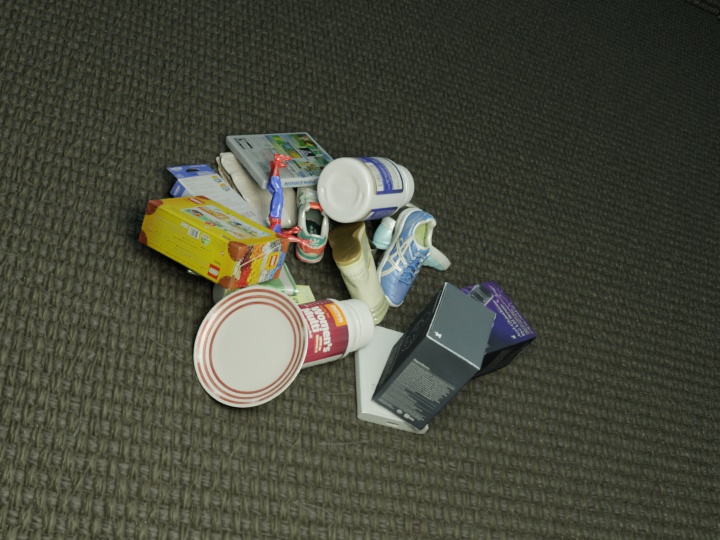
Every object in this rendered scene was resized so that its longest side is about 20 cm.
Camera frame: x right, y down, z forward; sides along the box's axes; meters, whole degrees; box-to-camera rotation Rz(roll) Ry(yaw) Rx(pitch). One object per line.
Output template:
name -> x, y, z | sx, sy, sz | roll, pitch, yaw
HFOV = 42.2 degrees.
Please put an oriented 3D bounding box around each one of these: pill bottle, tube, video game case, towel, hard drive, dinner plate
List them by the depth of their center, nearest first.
dinner plate -> -0.174, 0.123, 1.497 | 0.200, 0.200, 0.024 | 61, 5, 26
pill bottle -> -0.079, 0.108, 1.603 | 0.200, 0.110, 0.110 | -10, 58, -40
towel -> -0.213, -0.006, 1.640 | 0.199, 0.023, 0.153 | 15, 17, -21
tube -> -0.163, 0.045, 1.656 | 0.199, 0.052, 0.058 | 8, 81, -35
hard drive -> 0.052, 0.191, 1.679 | 0.132, 0.026, 0.200 | 17, 43, -21
pill bottle -> 0.018, -0.156, 1.775 | 0.120, 0.120, 0.200 | 50, 27, 16
towel -> -0.192, -0.161, 1.841 | 0.132, 0.035, 0.200 | -12, 60, -41
video game case -> -0.147, -0.220, 1.843 | 0.182, 0.022, 0.200 | -7, 35, -28

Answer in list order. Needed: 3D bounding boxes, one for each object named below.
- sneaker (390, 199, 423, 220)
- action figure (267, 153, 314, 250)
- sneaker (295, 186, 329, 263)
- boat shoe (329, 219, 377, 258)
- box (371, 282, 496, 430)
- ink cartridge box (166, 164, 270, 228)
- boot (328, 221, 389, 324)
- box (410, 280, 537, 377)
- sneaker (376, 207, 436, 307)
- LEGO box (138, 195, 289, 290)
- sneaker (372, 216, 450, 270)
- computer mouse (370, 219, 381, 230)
sneaker -> 0.055, -0.170, 1.939 | 0.199, 0.075, 0.106 | 23, 54, 15
action figure -> -0.129, -0.103, 1.699 | 0.099, 0.065, 0.201 | 11, 75, -13
sneaker -> -0.085, -0.117, 1.780 | 0.070, 0.093, 0.200 | 9, 58, -11
boat shoe -> -0.040, -0.090, 1.860 | 0.200, 0.057, 0.067 | 47, 42, 13
box -> 0.125, 0.148, 1.597 | 0.107, 0.200, 0.149 | 32, 41, -4
ink cartridge box -> -0.265, -0.119, 1.724 | 0.200, 0.042, 0.119 | 46, 28, 15
boot -> 0.000, 0.000, 1.752 | 0.200, 0.072, 0.155 | -94, 163, -64
box -> 0.219, 0.116, 1.788 | 0.200, 0.104, 0.148 | -11, 58, -51
sneaker -> 0.089, -0.026, 1.807 | 0.076, 0.077, 0.201 | 16, 88, -35
LEGO box -> -0.246, -0.051, 1.570 | 0.200, 0.077, 0.149 | 27, 19, 23
sneaker -> 0.098, -0.037, 1.910 | 0.200, 0.082, 0.074 | 32, 6, -33
computer mouse -> 0.037, -0.132, 1.973 | 0.058, 0.034, 0.200 | -6, 55, -37
